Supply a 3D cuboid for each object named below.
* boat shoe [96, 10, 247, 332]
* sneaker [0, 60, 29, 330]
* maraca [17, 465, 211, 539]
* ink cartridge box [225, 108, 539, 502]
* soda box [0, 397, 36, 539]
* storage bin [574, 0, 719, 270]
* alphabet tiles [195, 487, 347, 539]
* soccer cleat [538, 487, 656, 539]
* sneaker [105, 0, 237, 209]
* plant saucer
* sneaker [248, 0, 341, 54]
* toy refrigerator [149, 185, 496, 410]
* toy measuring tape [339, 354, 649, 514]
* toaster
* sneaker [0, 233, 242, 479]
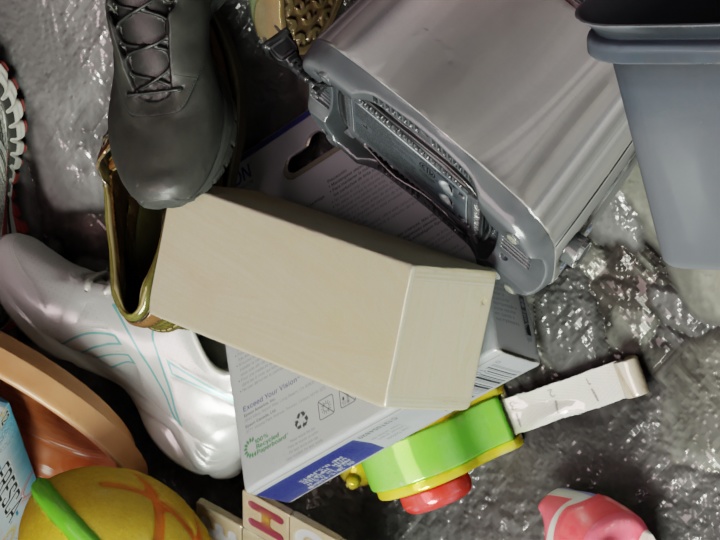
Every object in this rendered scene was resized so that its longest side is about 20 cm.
[{"bbox_3d":[-0.110,-0.066,1.580,0.072,0.068,0.202,-11,81,38],"label":"boat shoe"},{"bbox_3d":[-0.246,-0.054,1.686,0.077,0.082,0.201,-5,101,33],"label":"sneaker"},{"bbox_3d":[-0.133,0.178,1.614,0.107,0.200,0.137,-41,69,-5],"label":"maraca"},{"bbox_3d":[0.000,0.000,1.553,0.199,0.040,0.201,-30,58,35],"label":"ink cartridge box"},{"bbox_3d":[-0.240,0.123,1.671,0.063,0.069,0.200,27,160,10],"label":"soda box"},{"bbox_3d":[0.191,-0.090,1.344,0.145,0.200,0.135,2,115,30],"label":"storage bin"},{"bbox_3d":[-0.027,0.213,1.629,0.167,0.008,0.201,27,140,23],"label":"alphabet tiles"},{"bbox_3d":[0.132,0.217,1.554,0.076,0.066,0.201,31,130,56],"label":"soccer cleat"},{"bbox_3d":[-0.112,-0.131,1.523,0.075,0.091,0.201,-8,66,15],"label":"sneaker"},{"bbox_3d":[-0.214,0.075,1.665,0.199,0.032,0.201,25,160,10],"label":"plant saucer"},{"bbox_3d":[-0.052,-0.226,1.529,0.089,0.067,0.202,18,113,34],"label":"sneaker"},{"bbox_3d":[-0.021,0.012,1.487,0.199,0.070,0.076,18,100,46],"label":"toy refrigerator"},{"bbox_3d":[0.062,0.090,1.545,0.199,0.073,0.074,-19,94,35],"label":"toy measuring tape"},{"bbox_3d":[0.062,-0.095,1.440,0.200,0.129,0.114,40,166,15],"label":"toaster"},{"bbox_3d":[-0.131,0.033,1.656,0.200,0.070,0.080,37,116,8],"label":"sneaker"}]
